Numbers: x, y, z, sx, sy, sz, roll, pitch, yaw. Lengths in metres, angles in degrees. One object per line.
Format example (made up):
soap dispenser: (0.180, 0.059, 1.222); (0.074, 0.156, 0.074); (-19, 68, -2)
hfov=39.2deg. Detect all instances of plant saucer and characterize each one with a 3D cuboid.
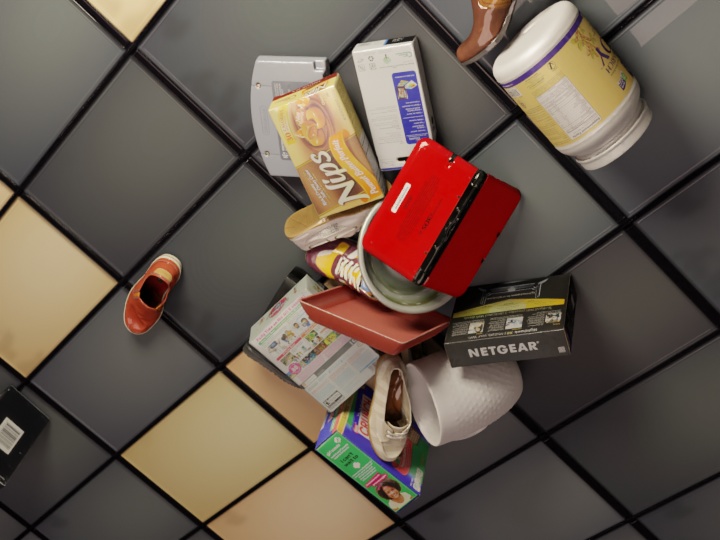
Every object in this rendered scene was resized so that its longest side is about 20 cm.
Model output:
plant saucer: (0.081, -0.032, 1.636); (0.200, 0.200, 0.050); (46, 167, -16)
plant saucer: (0.026, 0.079, 1.651); (0.198, 0.199, 0.037); (21, 107, 25)

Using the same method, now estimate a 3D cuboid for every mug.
mug: (0.183, 0.220, 1.747); (0.173, 0.148, 0.202); (-18, 134, -16)

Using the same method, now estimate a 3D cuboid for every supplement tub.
supplement tub: (0.297, -0.255, 1.410); (0.200, 0.146, 0.145); (44, 124, -15)

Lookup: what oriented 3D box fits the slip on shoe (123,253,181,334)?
slip on shoe: (-0.393, 0.053, 1.875); (0.074, 0.061, 0.200); (33, 127, -9)

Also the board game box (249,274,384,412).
board game box: (-0.072, 0.129, 1.755); (0.147, 0.064, 0.200); (-42, 109, 16)

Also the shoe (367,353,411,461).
shoe: (0.052, 0.243, 1.735); (0.069, 0.053, 0.203); (-7, 110, -20)

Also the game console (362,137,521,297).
game console: (0.127, -0.081, 1.585); (0.171, 0.119, 0.202); (33, 102, 12)

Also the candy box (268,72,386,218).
candy box: (-0.049, -0.191, 1.570); (0.114, 0.056, 0.202); (-16, 119, 17)

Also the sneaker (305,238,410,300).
sneaker: (0.000, 0.000, 1.694); (0.197, 0.090, 0.076); (14, 109, 3)

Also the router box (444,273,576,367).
router box: (0.246, 0.081, 1.642); (0.197, 0.158, 0.053); (-8, 121, 22)

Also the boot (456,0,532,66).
boot: (0.138, -0.410, 1.403); (0.199, 0.069, 0.188); (37, 126, -8)

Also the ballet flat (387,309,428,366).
ballet flat: (0.084, 0.128, 1.772); (0.067, 0.076, 0.202); (-5, 121, 21)

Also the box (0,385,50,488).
box: (-0.790, 0.383, 2.128); (0.197, 0.201, 0.123); (-33, 110, 33)

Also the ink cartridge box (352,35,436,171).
ink cartridge box: (0.057, -0.254, 1.549); (0.098, 0.039, 0.202); (-3, 120, 18)

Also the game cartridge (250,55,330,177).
game cartridge: (-0.107, -0.244, 1.607); (0.131, 0.041, 0.202); (3, 123, 11)

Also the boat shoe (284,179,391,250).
boat shoe: (-0.027, -0.090, 1.671); (0.198, 0.072, 0.069); (-21, 138, 20)

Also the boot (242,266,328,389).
boot: (-0.102, 0.108, 1.829); (0.163, 0.066, 0.201); (28, 119, -12)

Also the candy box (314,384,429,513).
candy box: (0.026, 0.316, 1.857); (0.199, 0.170, 0.077); (38, 120, -10)
